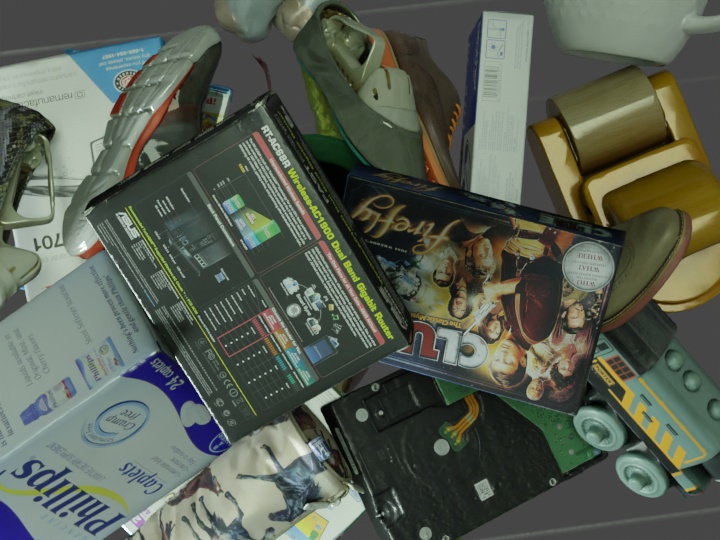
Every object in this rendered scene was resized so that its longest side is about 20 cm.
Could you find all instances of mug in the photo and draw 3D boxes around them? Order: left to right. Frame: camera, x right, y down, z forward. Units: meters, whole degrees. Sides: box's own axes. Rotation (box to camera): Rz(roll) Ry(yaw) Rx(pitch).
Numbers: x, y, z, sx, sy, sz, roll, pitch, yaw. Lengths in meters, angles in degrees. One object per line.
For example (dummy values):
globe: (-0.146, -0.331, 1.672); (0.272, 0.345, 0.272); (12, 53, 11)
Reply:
mug: (0.236, -0.252, 1.274); (0.199, 0.147, 0.176); (12, 96, 33)

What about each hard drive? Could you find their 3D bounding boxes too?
hard drive: (0.084, 0.129, 1.284); (0.199, 0.038, 0.140); (-25, 88, -20)

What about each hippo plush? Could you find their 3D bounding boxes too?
hippo plush: (-0.054, -0.268, 1.268); (0.199, 0.161, 0.160); (-8, 86, -3)

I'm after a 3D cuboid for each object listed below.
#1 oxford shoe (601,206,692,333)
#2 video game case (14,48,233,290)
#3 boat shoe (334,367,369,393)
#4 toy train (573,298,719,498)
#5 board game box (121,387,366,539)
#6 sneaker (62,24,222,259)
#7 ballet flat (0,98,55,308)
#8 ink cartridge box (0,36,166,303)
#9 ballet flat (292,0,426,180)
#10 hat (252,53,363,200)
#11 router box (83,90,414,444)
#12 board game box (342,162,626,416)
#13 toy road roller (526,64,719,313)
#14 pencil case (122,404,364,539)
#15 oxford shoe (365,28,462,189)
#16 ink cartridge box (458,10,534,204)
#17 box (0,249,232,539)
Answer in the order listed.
oxford shoe: (0.152, 0.007, 1.184); (0.075, 0.071, 0.200); (36, 126, -25)
video game case: (-0.196, -0.068, 1.320); (0.142, 0.018, 0.201); (14, 86, -1)
boat shoe: (0.000, 0.000, 1.302); (0.062, 0.073, 0.201); (15, 73, 9)
toy train: (0.221, 0.096, 1.260); (0.200, 0.114, 0.085); (49, 55, -9)
board game box: (-0.082, 0.172, 1.296); (0.200, 0.040, 0.153); (-43, 89, -5)
sneaker: (-0.147, -0.087, 1.208); (0.082, 0.077, 0.201); (32, 82, -30)
ballet flat: (-0.260, -0.029, 1.172); (0.072, 0.072, 0.201); (10, 72, -2)
ink cartridge box: (-0.203, -0.067, 1.268); (0.146, 0.086, 0.201); (-12, 85, -5)
ballet flat: (0.005, -0.140, 1.222); (0.067, 0.200, 0.064); (12, 122, -37)
hat: (-0.067, -0.038, 1.277); (0.200, 0.176, 0.166); (-48, 114, -9)
router box: (-0.075, -0.002, 1.124); (0.149, 0.062, 0.201); (-29, 101, 12)
board game box: (0.077, 0.014, 1.157); (0.199, 0.035, 0.136); (14, 112, 9)
toy road roller: (0.227, -0.064, 1.275); (0.122, 0.146, 0.201); (-22, 87, -4)
pencil case: (-0.098, 0.190, 1.224); (0.200, 0.078, 0.090); (-40, 57, 2)
oxford shoe: (0.054, -0.117, 1.279); (0.073, 0.071, 0.201); (-5, 57, -23)
ink cartridge box: (0.106, -0.099, 1.298); (0.044, 0.094, 0.201); (5, 85, -3)
box: (-0.211, 0.111, 1.201); (0.200, 0.184, 0.105); (-35, 59, 2)
